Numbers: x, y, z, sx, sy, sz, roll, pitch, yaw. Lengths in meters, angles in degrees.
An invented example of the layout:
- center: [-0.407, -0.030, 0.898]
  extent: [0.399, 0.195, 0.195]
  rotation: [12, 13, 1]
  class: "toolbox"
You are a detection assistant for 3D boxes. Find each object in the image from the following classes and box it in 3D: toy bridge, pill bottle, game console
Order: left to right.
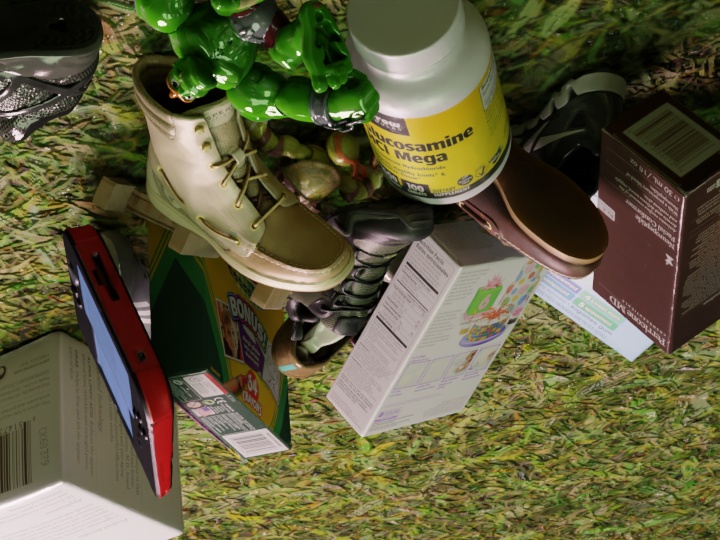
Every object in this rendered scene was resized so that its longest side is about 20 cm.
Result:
- center: [-0.207, 0.076, 1.562]
  extent: [0.031, 0.201, 0.177]
  rotation: [-18, 150, -19]
  class: "game console"
- center: [-0.135, -0.026, 1.536]
  extent: [0.067, 0.199, 0.027]
  rotation: [4, 114, -63]
  class: "toy bridge"
- center: [0.049, -0.144, 1.394]
  extent: [0.112, 0.113, 0.200]
  rotation: [-11, 151, 7]
  class: "pill bottle"

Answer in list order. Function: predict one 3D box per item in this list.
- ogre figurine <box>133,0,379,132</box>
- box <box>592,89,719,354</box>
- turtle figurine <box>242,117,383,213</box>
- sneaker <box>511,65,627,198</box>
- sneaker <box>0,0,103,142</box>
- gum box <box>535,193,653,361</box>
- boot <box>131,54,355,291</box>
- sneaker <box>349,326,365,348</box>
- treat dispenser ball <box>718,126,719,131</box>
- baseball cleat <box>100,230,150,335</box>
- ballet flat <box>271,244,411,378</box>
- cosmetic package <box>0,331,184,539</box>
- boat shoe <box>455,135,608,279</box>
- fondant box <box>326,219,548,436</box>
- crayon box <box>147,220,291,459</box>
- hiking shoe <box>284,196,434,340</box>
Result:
- center: [-0.085, -0.170, 1.318]
  extent: [0.199, 0.099, 0.120]
  rotation: [25, 154, -32]
  class: "ogre figurine"
- center: [0.249, -0.037, 1.496]
  extent: [0.075, 0.100, 0.201]
  rotation: [-33, 144, -20]
  class: "box"
- center: [-0.048, -0.074, 1.548]
  extent: [0.161, 0.065, 0.199]
  rotation: [-28, 145, 33]
  class: "turtle figurine"
- center: [0.156, -0.085, 1.551]
  extent: [0.066, 0.091, 0.200]
  rotation: [13, 145, -32]
  class: "sneaker"
- center: [-0.293, -0.143, 1.350]
  extent: [0.198, 0.077, 0.114]
  rotation: [-4, 146, -17]
  class: "sneaker"
- center: [0.235, -0.023, 1.648]
  extent: [0.169, 0.045, 0.200]
  rotation: [35, 142, -4]
  class: "gum box"
- center: [-0.093, -0.077, 1.433]
  extent: [0.073, 0.199, 0.156]
  rotation: [-45, 154, -28]
  class: "boot"
- center: [0.033, 0.046, 1.733]
  extent: [0.075, 0.116, 0.199]
  rotation: [-28, 145, 33]
  class: "sneaker"
- center: [0.389, -0.086, 1.492]
  extent: [0.199, 0.202, 0.201]
  rotation: [-6, 152, -3]
  class: "treat dispenser ball"
- center: [-0.199, 0.013, 1.690]
  extent: [0.106, 0.070, 0.200]
  rotation: [-17, 157, -16]
  class: "baseball cleat"
- center: [-0.001, 0.017, 1.617]
  extent: [0.068, 0.200, 0.072]
  rotation: [47, 171, -12]
  class: "ballet flat"
- center: [-0.305, 0.191, 1.864]
  extent: [0.164, 0.166, 0.200]
  rotation: [-20, 149, 23]
  class: "cosmetic package"
- center: [0.125, -0.058, 1.495]
  extent: [0.070, 0.200, 0.071]
  rotation: [-22, 144, -29]
  class: "boat shoe"
- center: [0.073, 0.048, 1.632]
  extent: [0.144, 0.058, 0.201]
  rotation: [-9, 138, -48]
  class: "fondant box"
- center: [-0.125, 0.053, 1.647]
  extent: [0.058, 0.174, 0.200]
  rotation: [-12, 152, 15]
  class: "crayon box"
- center: [0.000, 0.000, 1.520]
  extent: [0.075, 0.101, 0.200]
  rotation: [-9, 174, -37]
  class: "hiking shoe"
